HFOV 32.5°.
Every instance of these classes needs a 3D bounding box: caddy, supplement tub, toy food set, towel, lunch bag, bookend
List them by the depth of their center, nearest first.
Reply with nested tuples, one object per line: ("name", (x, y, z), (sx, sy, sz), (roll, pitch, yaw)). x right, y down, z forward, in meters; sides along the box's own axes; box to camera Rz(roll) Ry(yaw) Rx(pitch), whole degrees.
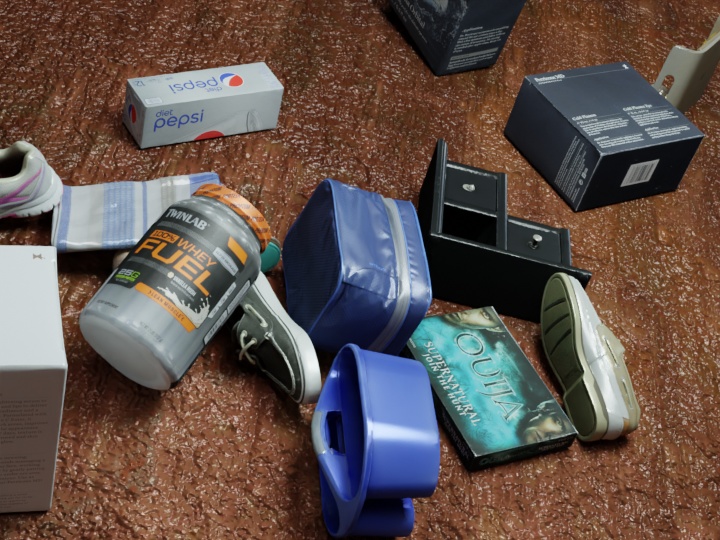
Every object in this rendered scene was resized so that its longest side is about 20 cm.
("caddy", (0.002, 0.166, 1.199), (0.105, 0.142, 0.200), (10, 40, -16))
("supplement tub", (-0.185, 0.013, 1.272), (0.122, 0.123, 0.200), (28, 63, 12))
("lunch bag", (0.000, 0.000, 1.378), (0.132, 0.136, 0.200), (16, 43, -24))
("towel", (-0.252, -0.068, 1.406), (0.199, 0.024, 0.147), (-5, 30, -8))
("bookend", (0.173, -0.048, 1.531), (0.199, 0.092, 0.199), (15, 40, -5))
("toy food set", (0.502, -0.315, 1.904), (0.060, 0.144, 0.200), (34, 43, 18))

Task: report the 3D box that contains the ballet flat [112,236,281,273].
("ballet flat", (-0.187, -0.021, 1.397), (0.200, 0.068, 0.067), (-10, 41, -31))

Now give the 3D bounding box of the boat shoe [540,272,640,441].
("boat shoe", (0.260, 0.098, 1.403), (0.068, 0.075, 0.201), (1, 64, -24))

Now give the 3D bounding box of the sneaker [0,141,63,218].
("sneaker", (-0.429, -0.087, 1.350), (0.200, 0.088, 0.081), (-30, 57, -22))

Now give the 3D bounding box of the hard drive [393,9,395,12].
("hard drive", (0.103, -0.480, 2.032), (0.139, 0.033, 0.200), (2, 43, -17))

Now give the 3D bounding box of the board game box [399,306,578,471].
("board game box", (0.135, 0.126, 1.374), (0.135, 0.028, 0.200), (-9, 47, -26))

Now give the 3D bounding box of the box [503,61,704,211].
("box", (0.341, -0.193, 1.743), (0.200, 0.104, 0.182), (-12, 50, -30))

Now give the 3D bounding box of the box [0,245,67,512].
("box", (-0.329, 0.099, 1.109), (0.106, 0.200, 0.152), (0, 43, -19))

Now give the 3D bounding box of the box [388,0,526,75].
("box", (0.142, -0.434, 1.839), (0.117, 0.200, 0.197), (-16, 62, -28))

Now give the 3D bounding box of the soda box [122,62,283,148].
("soda box", (-0.203, -0.215, 1.602), (0.200, 0.068, 0.063), (-13, 48, -31))

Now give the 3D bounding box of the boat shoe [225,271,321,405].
("boat shoe", (-0.106, 0.075, 1.320), (0.064, 0.071, 0.200), (-9, 39, -28))
